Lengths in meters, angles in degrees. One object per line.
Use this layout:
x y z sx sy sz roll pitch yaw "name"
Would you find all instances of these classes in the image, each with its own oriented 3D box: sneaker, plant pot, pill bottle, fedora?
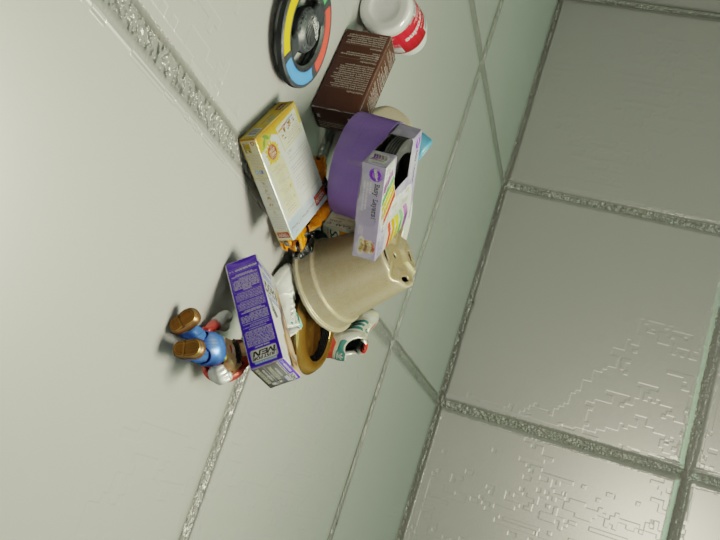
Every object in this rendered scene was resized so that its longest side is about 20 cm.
-0.007 0.150 1.882 0.199 0.093 0.071 -25 133 -46 "sneaker"
-0.145 0.081 1.625 0.075 0.088 0.201 72 36 -57 "sneaker"
0.000 0.000 1.671 0.200 0.183 0.201 40 39 -42 "plant pot"
0.078 -0.525 1.804 0.200 0.112 0.113 9 95 -72 "pill bottle"
-0.119 0.112 1.739 0.200 0.081 0.202 7 90 -68 "fedora"

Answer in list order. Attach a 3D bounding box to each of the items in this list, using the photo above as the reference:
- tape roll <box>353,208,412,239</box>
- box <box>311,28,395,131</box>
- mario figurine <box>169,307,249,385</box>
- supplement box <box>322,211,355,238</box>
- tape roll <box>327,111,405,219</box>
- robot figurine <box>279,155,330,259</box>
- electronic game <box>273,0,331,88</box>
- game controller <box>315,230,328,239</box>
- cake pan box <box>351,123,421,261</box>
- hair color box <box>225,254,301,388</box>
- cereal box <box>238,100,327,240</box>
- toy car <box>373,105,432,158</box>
0.048 -0.091 1.866 0.202 0.071 0.203 17 90 -73 "tape roll"
-0.010 -0.371 1.671 0.075 0.100 0.201 73 36 -60 "box"
-0.226 0.122 1.384 0.124 0.106 0.200 -69 159 -13 "mario figurine"
-0.011 -0.107 1.910 0.200 0.073 0.126 -59 156 -43 "supplement box"
0.016 -0.193 1.607 0.200 0.085 0.201 18 90 -74 "tape roll"
-0.108 -0.118 1.618 0.145 0.058 0.200 72 34 -42 "robot figurine"
-0.096 -0.416 1.472 0.200 0.041 0.201 14 90 -72 "electronic game"
-0.066 0.010 1.821 0.105 0.042 0.200 -76 148 -45 "game controller"
0.049 -0.145 1.527 0.184 0.052 0.201 -53 155 -53 "cake pan box"
-0.165 0.086 1.444 0.109 0.065 0.201 63 9 -64 "hair color box"
-0.129 -0.172 1.475 0.144 0.039 0.201 -55 137 -46 "cereal box"
0.016 -0.242 1.816 0.200 0.184 0.177 -53 178 37 "toy car"
